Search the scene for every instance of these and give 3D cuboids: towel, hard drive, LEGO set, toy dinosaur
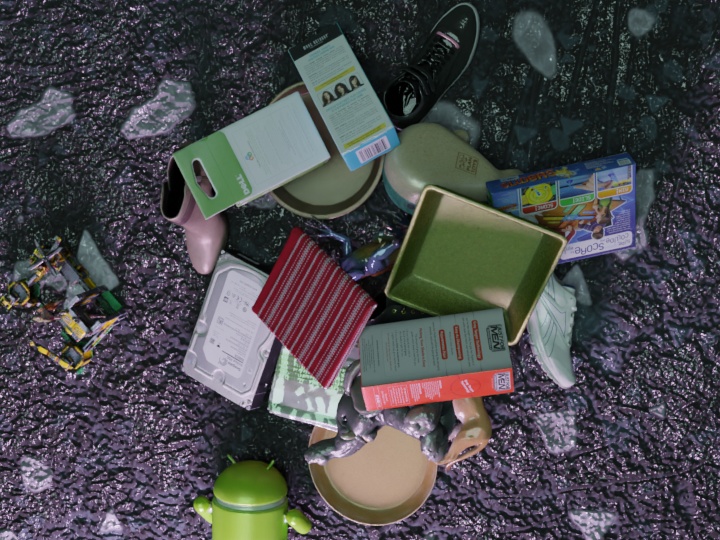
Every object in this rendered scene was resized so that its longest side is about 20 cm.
[{"bbox_3d":[-0.049,0.129,1.652,0.147,0.031,0.203,13,91,12],"label":"towel"},{"bbox_3d":[-0.179,0.087,1.663,0.139,0.038,0.202,27,104,24],"label":"hard drive"},{"bbox_3d":[-0.462,0.059,1.695,0.153,0.116,0.201,-34,90,14],"label":"LEGO set"},{"bbox_3d":[0.000,0.000,1.595,0.199,0.105,0.182,35,120,-12],"label":"toy dinosaur"},{"bbox_3d":[-0.066,0.048,1.537,0.200,0.022,0.146,43,112,38],"label":"towel"}]

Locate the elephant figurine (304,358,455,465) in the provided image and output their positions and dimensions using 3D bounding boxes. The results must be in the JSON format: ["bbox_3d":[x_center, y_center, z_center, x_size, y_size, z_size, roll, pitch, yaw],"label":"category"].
[{"bbox_3d":[0.027,0.186,1.554,0.197,0.156,0.143,6,127,22],"label":"elephant figurine"}]

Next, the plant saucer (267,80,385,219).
[{"bbox_3d":[-0.058,-0.176,1.622,0.197,0.029,0.204,2,98,12],"label":"plant saucer"}]

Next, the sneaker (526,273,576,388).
[{"bbox_3d":[0.270,0.067,1.567,0.086,0.075,0.203,-18,94,9],"label":"sneaker"}]

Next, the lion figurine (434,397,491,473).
[{"bbox_3d":[0.151,0.190,1.612,0.121,0.072,0.203,-12,101,15],"label":"lion figurine"}]

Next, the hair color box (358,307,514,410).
[{"bbox_3d":[0.099,0.117,1.476,0.197,0.103,0.062,-8,140,5],"label":"hair color box"}]

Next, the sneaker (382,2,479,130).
[{"bbox_3d":[0.099,-0.280,1.537,0.070,0.099,0.201,35,102,7],"label":"sneaker"}]

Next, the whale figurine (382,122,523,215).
[{"bbox_3d":[0.126,-0.123,1.556,0.197,0.104,0.161,15,57,-4],"label":"whale figurine"}]

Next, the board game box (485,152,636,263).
[{"bbox_3d":[0.273,-0.074,1.508,0.197,0.035,0.137,-11,125,-2],"label":"board game box"}]

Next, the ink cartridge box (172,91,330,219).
[{"bbox_3d":[-0.153,-0.158,1.562,0.198,0.059,0.105,-28,92,-10],"label":"ink cartridge box"}]

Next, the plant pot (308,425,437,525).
[{"bbox_3d":[0.019,0.281,1.672,0.197,0.027,0.203,2,98,11],"label":"plant pot"}]

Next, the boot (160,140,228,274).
[{"bbox_3d":[-0.247,-0.087,1.613,0.069,0.146,0.203,2,98,12],"label":"boot"}]

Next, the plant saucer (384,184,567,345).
[{"bbox_3d":[0.153,-0.016,1.492,0.197,0.048,0.202,21,129,1],"label":"plant saucer"}]

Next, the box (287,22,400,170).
[{"bbox_3d":[-0.024,-0.241,1.541,0.081,0.049,0.202,-27,62,3],"label":"box"}]

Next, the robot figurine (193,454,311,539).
[{"bbox_3d":[-0.166,0.379,1.679,0.173,0.116,0.203,4,99,16],"label":"robot figurine"}]

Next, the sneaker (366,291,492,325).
[{"bbox_3d":[0.096,0.053,1.576,0.199,0.075,0.106,-36,123,13],"label":"sneaker"}]
